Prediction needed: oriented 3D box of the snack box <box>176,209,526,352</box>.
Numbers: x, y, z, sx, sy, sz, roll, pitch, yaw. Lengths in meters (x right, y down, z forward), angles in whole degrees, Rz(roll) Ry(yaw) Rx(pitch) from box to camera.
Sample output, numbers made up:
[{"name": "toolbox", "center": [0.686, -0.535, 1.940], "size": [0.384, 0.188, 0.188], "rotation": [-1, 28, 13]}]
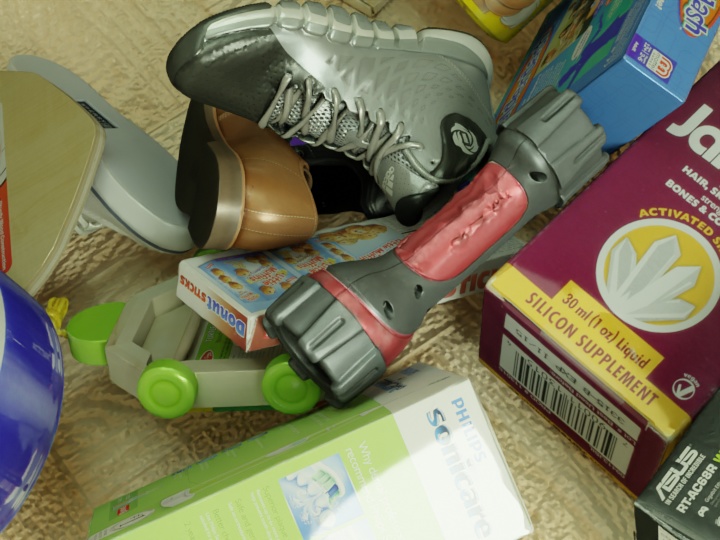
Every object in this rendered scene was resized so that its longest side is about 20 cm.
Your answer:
[{"name": "snack box", "center": [0.000, 0.000, 1.000], "size": [0.199, 0.024, 0.072], "rotation": [-13, 33, -36]}]

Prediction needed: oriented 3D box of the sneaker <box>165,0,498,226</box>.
[{"name": "sneaker", "center": [-0.003, -0.080, 0.979], "size": [0.199, 0.075, 0.116], "rotation": [0, 60, -26]}]

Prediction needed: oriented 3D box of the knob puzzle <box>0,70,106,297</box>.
[{"name": "knob puzzle", "center": [-0.228, -0.036, 1.089], "size": [0.219, 0.030, 0.221], "rotation": [-16, 59, 29]}]

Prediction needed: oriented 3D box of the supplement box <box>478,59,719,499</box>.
[{"name": "supplement box", "center": [0.177, 0.006, 0.971], "size": [0.131, 0.103, 0.200], "rotation": [40, 70, 19]}]

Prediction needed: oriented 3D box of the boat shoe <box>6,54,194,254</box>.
[{"name": "boat shoe", "center": [-0.169, -0.057, 1.112], "size": [0.071, 0.070, 0.200], "rotation": [-2, 35, -50]}]

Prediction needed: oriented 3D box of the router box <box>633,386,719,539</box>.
[{"name": "router box", "center": [0.215, 0.093, 0.887], "size": [0.062, 0.150, 0.200], "rotation": [29, 65, 28]}]

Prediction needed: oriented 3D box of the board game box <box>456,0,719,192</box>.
[{"name": "board game box", "center": [0.142, -0.125, 1.027], "size": [0.045, 0.200, 0.153], "rotation": [34, 63, -11]}]

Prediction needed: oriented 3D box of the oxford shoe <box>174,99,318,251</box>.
[{"name": "oxford shoe", "center": [-0.067, -0.060, 1.035], "size": [0.071, 0.072, 0.200], "rotation": [8, 25, -17]}]

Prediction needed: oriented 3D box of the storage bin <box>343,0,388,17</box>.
[{"name": "storage bin", "center": [-0.008, -0.310, 1.236], "size": [0.200, 0.094, 0.199], "rotation": [33, 66, 28]}]

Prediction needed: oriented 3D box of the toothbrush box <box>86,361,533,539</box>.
[{"name": "toothbrush box", "center": [-0.031, 0.126, 0.900], "size": [0.199, 0.146, 0.087], "rotation": [-25, 93, -7]}]

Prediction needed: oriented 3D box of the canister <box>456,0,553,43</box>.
[{"name": "canister", "center": [0.115, -0.254, 1.075], "size": [0.200, 0.087, 0.149], "rotation": [-42, 86, 12]}]

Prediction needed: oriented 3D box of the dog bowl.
[{"name": "dog bowl", "center": [-0.262, 0.075, 0.974], "size": [0.199, 0.079, 0.201], "rotation": [-17, 53, 24]}]

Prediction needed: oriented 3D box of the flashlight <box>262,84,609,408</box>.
[{"name": "flashlight", "center": [0.042, -0.017, 0.917], "size": [0.200, 0.068, 0.068], "rotation": [-42, 22, -12]}]

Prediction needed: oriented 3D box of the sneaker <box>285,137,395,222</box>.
[{"name": "sneaker", "center": [-0.039, -0.086, 1.100], "size": [0.200, 0.070, 0.100], "rotation": [30, 71, 31]}]

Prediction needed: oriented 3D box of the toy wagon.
[{"name": "toy wagon", "center": [-0.084, 0.034, 1.012], "size": [0.199, 0.040, 0.155], "rotation": [-3, 26, 9]}]
